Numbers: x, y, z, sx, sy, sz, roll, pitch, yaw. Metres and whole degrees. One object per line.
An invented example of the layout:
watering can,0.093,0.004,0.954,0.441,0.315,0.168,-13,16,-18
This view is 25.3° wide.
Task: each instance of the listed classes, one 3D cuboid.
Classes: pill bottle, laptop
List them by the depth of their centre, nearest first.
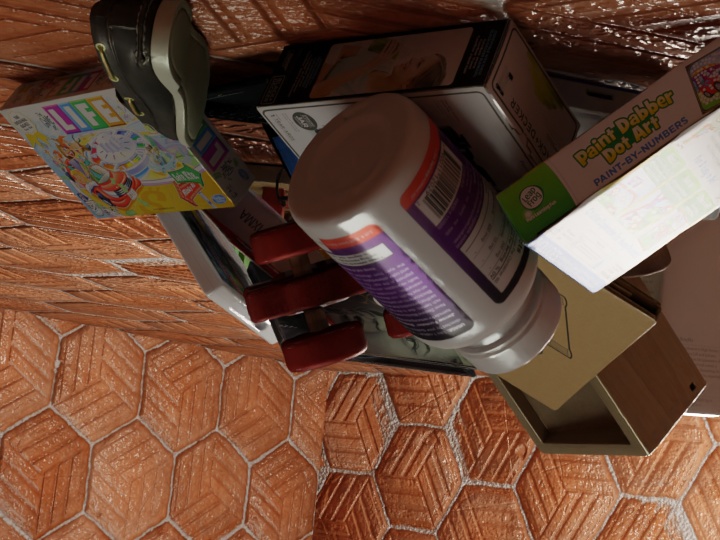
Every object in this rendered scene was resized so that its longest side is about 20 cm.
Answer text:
pill bottle,0.051,-0.017,1.094,0.111,0.112,0.200,-2,143,46
laptop,-0.052,-0.089,1.310,0.199,0.104,0.176,3,175,-41

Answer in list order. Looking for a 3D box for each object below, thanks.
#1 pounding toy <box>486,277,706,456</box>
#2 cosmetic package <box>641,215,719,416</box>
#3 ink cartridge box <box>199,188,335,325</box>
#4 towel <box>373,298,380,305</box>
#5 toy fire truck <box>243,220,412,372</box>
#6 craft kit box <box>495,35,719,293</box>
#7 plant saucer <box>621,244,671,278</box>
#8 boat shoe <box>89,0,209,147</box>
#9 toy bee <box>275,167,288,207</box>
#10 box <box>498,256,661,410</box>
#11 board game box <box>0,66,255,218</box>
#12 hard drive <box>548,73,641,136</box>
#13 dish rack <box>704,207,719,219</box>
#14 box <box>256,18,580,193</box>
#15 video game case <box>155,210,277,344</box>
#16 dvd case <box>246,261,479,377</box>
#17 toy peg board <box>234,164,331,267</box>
pounding toy,0.199,0.059,1.521,0.185,0.142,0.199,55,151,-16
cosmetic package,0.309,0.041,1.597,0.101,0.202,0.074,8,176,-33
ink cartridge box,-0.093,-0.038,1.442,0.173,0.044,0.200,42,180,42
towel,0.092,-0.020,1.530,0.151,0.024,0.200,-14,-162,14
toy fire truck,0.000,0.000,1.285,0.198,0.113,0.168,-18,-176,-1
craft kit box,0.207,-0.070,1.094,0.197,0.049,0.200,-33,161,12
plant saucer,0.178,-0.036,1.427,0.198,0.035,0.200,5,-165,-1
boat shoe,-0.147,-0.144,1.142,0.060,0.072,0.201,10,165,3
toy bee,0.021,-0.053,1.504,0.108,0.131,0.200,32,-164,-38
box,0.142,0.034,1.363,0.163,0.021,0.200,32,148,-2
board game box,-0.195,-0.105,1.326,0.199,0.034,0.135,-3,135,47
hard drive,0.155,-0.089,1.256,0.131,0.026,0.200,10,157,-8
dish rack,0.246,-0.080,1.381,0.198,0.044,0.172,5,172,1
box,0.040,-0.108,1.130,0.199,0.060,0.117,-1,145,39
video game case,-0.153,-0.034,1.500,0.023,0.201,0.182,-35,158,4
dvd case,0.002,0.045,1.526,0.198,0.016,0.149,10,-154,-23
toy peg board,-0.062,-0.040,1.691,0.197,0.099,0.200,5,172,7
